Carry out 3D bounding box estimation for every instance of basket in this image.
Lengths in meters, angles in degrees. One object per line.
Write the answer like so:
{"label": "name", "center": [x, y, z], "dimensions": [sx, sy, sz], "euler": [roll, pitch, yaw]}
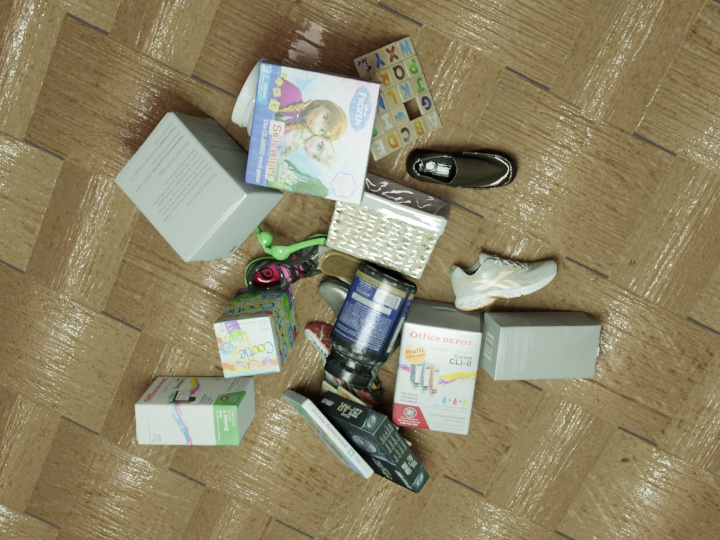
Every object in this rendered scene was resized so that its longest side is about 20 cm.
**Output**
{"label": "basket", "center": [0.046, -0.083, 1.625], "dimensions": [0.198, 0.136, 0.124], "euler": [19, 110, 1]}

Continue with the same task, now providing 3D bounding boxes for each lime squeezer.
{"label": "lime squeezer", "center": [-0.155, -0.062, 1.652], "dimensions": [0.199, 0.038, 0.071], "euler": [27, 107, 32]}

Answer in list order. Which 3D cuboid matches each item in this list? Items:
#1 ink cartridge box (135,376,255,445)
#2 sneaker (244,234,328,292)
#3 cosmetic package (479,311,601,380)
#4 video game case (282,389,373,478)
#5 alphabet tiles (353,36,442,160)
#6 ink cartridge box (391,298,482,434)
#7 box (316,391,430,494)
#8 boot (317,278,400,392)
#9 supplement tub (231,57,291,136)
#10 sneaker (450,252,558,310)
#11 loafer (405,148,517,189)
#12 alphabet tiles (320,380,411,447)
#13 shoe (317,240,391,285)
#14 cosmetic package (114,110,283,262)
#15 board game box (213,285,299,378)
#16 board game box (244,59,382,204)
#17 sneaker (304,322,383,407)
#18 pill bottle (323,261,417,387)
{"label": "ink cartridge box", "center": [-0.314, 0.266, 1.758], "dimensions": [0.198, 0.145, 0.085], "euler": [0, 106, 7]}
{"label": "sneaker", "center": [-0.121, -0.003, 1.688], "dimensions": [0.199, 0.084, 0.077], "euler": [-23, 112, 12]}
{"label": "cosmetic package", "center": [0.323, 0.135, 1.655], "dimensions": [0.198, 0.090, 0.108], "euler": [1, 106, -16]}
{"label": "video game case", "center": [-0.065, 0.303, 1.721], "dimensions": [0.022, 0.200, 0.182], "euler": [-43, 99, -13]}
{"label": "alphabet tiles", "center": [0.043, -0.289, 1.559], "dimensions": [0.008, 0.199, 0.168], "euler": [-3, 113, 54]}
{"label": "ink cartridge box", "center": [0.140, 0.171, 1.682], "dimensions": [0.144, 0.145, 0.202], "euler": [7, 106, 4]}
{"label": "box", "center": [0.023, 0.319, 1.703], "dimensions": [0.044, 0.160, 0.201], "euler": [-51, 131, -22]}
{"label": "boot", "center": [-0.025, 0.120, 1.688], "dimensions": [0.200, 0.131, 0.068], "euler": [44, 149, -8]}
{"label": "supplement tub", "center": [-0.106, -0.264, 1.583], "dimensions": [0.199, 0.145, 0.145], "euler": [28, 107, -3]}
{"label": "sneaker", "center": [0.256, 0.004, 1.661], "dimensions": [0.198, 0.076, 0.093], "euler": [-17, 99, 10]}
{"label": "loafer", "center": [0.177, -0.173, 1.616], "dimensions": [0.198, 0.071, 0.074], "euler": [1, 106, 6]}
{"label": "alphabet tiles", "center": [0.007, 0.280, 1.721], "dimensions": [0.199, 0.167, 0.006], "euler": [34, 67, 11]}
{"label": "shoe", "center": [0.000, 0.000, 1.671], "dimensions": [0.199, 0.053, 0.070], "euler": [29, 108, -36]}
{"label": "cosmetic package", "center": [-0.278, -0.144, 1.601], "dimensions": [0.200, 0.167, 0.166], "euler": [47, 106, 10]}
{"label": "board game box", "center": [-0.185, 0.105, 1.669], "dimensions": [0.104, 0.200, 0.104], "euler": [-7, 105, 8]}
{"label": "board game box", "center": [-0.078, -0.224, 1.494], "dimensions": [0.198, 0.041, 0.202], "euler": [10, 108, 3]}
{"label": "sneaker", "center": [-0.046, 0.188, 1.743], "dimensions": [0.082, 0.078, 0.201], "euler": [-34, 93, 27]}
{"label": "pill bottle", "center": [0.013, 0.096, 1.603], "dimensions": [0.111, 0.112, 0.201], "euler": [24, 95, -1]}
